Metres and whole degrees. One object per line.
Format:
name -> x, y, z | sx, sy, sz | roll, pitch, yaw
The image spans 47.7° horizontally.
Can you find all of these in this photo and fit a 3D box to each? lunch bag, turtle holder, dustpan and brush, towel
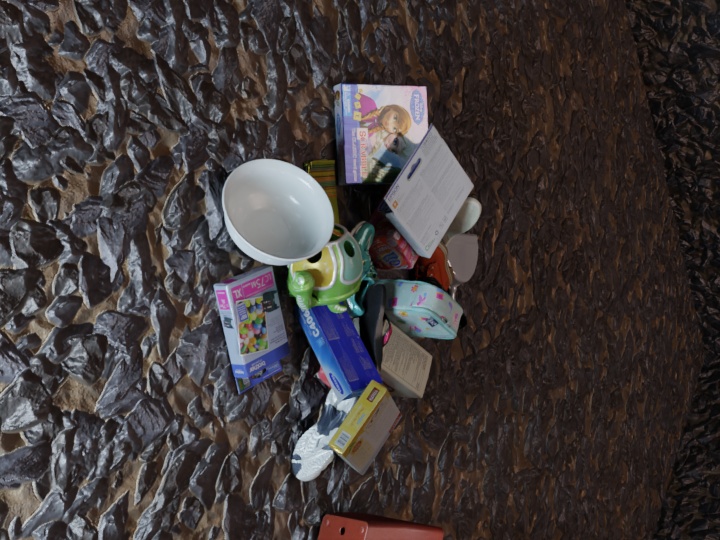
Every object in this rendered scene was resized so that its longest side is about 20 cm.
lunch bag -> 0.107, 0.086, 1.687 | 0.160, 0.199, 0.078 | 44, 58, -45
turtle holder -> -0.078, -0.007, 1.486 | 0.185, 0.141, 0.133 | -21, 131, -36
dustpan and brush -> 0.231, 0.013, 1.984 | 0.139, 0.057, 0.202 | 2, 82, -42
towel -> -0.068, -0.117, 1.607 | 0.086, 0.018, 0.202 | -15, 102, -51

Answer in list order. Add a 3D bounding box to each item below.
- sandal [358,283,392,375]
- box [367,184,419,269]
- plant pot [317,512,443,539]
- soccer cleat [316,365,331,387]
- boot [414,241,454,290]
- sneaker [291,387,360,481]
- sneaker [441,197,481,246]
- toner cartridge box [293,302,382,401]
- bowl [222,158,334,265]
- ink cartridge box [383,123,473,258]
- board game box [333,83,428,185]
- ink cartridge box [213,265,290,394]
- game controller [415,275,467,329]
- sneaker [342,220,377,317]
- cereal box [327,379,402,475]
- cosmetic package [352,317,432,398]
sandal -> 0.032, 0.127, 1.603 | 0.045, 0.075, 0.202 | 14, 70, -31
box -> 0.092, -0.106, 1.754 | 0.100, 0.095, 0.201 | 57, 48, -34
plant pot -> 0.014, 0.568, 1.583 | 0.176, 0.199, 0.201 | 30, 65, -34
soccer cleat -> -0.008, 0.234, 1.634 | 0.200, 0.076, 0.067 | 44, 58, -42
boot -> 0.152, -0.001, 1.847 | 0.108, 0.075, 0.201 | -57, 139, -28
sneaker -> -0.048, 0.321, 1.577 | 0.201, 0.079, 0.130 | -66, 150, -13
sneaker -> 0.206, -0.118, 1.851 | 0.075, 0.200, 0.085 | 36, 46, -12
toner cartridge box -> -0.043, 0.141, 1.534 | 0.095, 0.043, 0.201 | -6, 62, -49
bowl -> -0.152, -0.085, 1.404 | 0.199, 0.090, 0.203 | 12, 57, -19
ink cartridge box -> 0.132, -0.162, 1.663 | 0.200, 0.040, 0.200 | -57, 133, -17
board game box -> 0.046, -0.278, 1.671 | 0.198, 0.041, 0.202 | -5, 94, -25
ink cartridge box -> -0.185, 0.104, 1.434 | 0.119, 0.042, 0.202 | -25, 111, -50
game controller -> 0.161, 0.085, 1.842 | 0.200, 0.104, 0.042 | 48, 21, -41
sneaker -> 0.000, 0.000, 1.636 | 0.077, 0.079, 0.202 | 32, 68, -57
cereal box -> 0.013, 0.300, 1.538 | 0.144, 0.039, 0.200 | -54, 158, -15
cosmetic package -> 0.059, 0.185, 1.715 | 0.200, 0.087, 0.104 | 42, 56, -43
